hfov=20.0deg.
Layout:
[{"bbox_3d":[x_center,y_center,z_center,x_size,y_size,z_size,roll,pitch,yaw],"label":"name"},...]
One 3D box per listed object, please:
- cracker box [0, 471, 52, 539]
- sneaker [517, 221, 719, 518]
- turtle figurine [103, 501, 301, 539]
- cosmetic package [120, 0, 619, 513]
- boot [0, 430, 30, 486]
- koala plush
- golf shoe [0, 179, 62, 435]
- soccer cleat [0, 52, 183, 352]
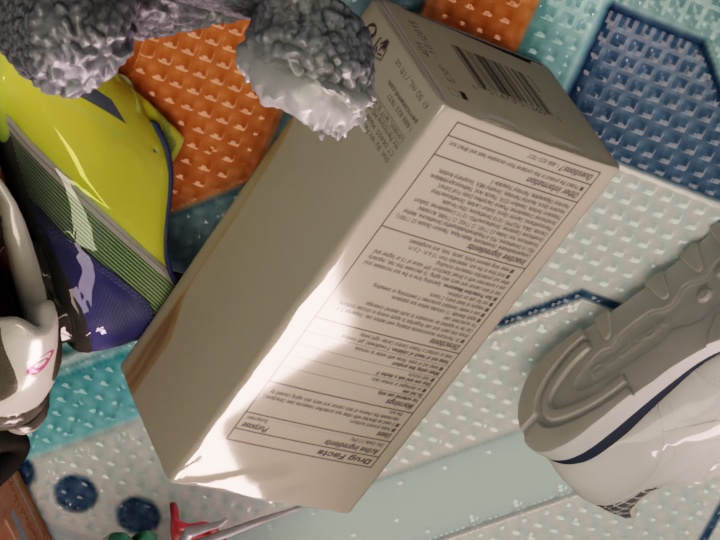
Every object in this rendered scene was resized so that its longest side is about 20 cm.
[{"bbox_3d":[-0.244,0.143,0.942,0.198,0.058,0.135,-15,117,11],"label":"cracker box"},{"bbox_3d":[0.165,0.034,0.863,0.199,0.077,0.080,-32,123,23],"label":"sneaker"},{"bbox_3d":[-0.096,0.181,0.855,0.199,0.101,0.151,-28,101,-8],"label":"turtle figurine"},{"bbox_3d":[0.000,0.000,0.826,0.105,0.071,0.200,17,121,-40],"label":"cosmetic package"},{"bbox_3d":[-0.237,0.071,0.858,0.199,0.072,0.145,-25,72,15],"label":"boot"},{"bbox_3d":[-0.037,-0.142,0.686,0.182,0.200,0.179,-6,107,-12],"label":"koala plush"},{"bbox_3d":[-0.169,-0.032,0.796,0.201,0.077,0.088,58,143,14],"label":"golf shoe"},{"bbox_3d":[-0.118,-0.064,0.837,0.083,0.065,0.202,-21,113,-19],"label":"soccer cleat"}]
